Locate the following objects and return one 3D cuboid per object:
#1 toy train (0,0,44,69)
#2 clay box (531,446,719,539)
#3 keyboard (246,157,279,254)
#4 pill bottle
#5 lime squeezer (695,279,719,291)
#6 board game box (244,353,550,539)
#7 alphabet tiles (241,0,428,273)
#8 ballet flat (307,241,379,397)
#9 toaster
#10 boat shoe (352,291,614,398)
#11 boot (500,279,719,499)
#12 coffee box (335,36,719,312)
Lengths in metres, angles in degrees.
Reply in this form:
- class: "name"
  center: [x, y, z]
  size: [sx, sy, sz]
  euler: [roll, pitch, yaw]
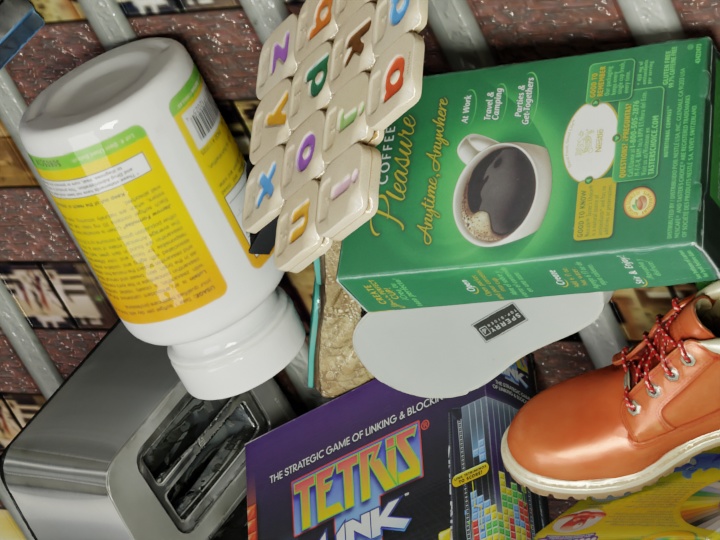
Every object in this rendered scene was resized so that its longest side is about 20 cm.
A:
- class: "toy train"
  center: [-0.291, -0.174, 1.577]
  size: [0.200, 0.087, 0.114]
  euler: [47, 134, -9]
- class: "clay box"
  center: [0.184, 0.134, 1.418]
  size: [0.115, 0.200, 0.048]
  euler: [-4, 109, 42]
- class: "keyboard"
  center: [-0.014, -0.083, 1.385]
  size: [0.021, 0.127, 0.200]
  euler: [15, 131, -19]
- class: "pill bottle"
  center: [-0.111, -0.027, 1.548]
  size: [0.111, 0.111, 0.201]
  euler: [-4, 123, 42]
- class: "lime squeezer"
  center: [0.176, 0.007, 1.399]
  size: [0.200, 0.071, 0.038]
  euler: [31, -169, -42]
- class: "board game box"
  center: [0.020, 0.149, 1.559]
  size: [0.200, 0.166, 0.057]
  euler: [-29, 142, 33]
- class: "alphabet tiles"
  center: [-0.010, -0.102, 1.336]
  size: [0.015, 0.201, 0.196]
  euler: [16, 153, -22]
- class: "ballet flat"
  center: [0.000, 0.000, 1.554]
  size: [0.065, 0.071, 0.200]
  euler: [1, 140, 1]
- class: "toaster"
  center: [-0.123, 0.137, 1.678]
  size: [0.118, 0.200, 0.181]
  euler: [1, 130, 44]
- class: "boat shoe"
  center: [0.079, 0.018, 1.490]
  size: [0.200, 0.064, 0.071]
  euler: [-22, 110, 44]
- class: "boot"
  center: [0.162, 0.055, 1.393]
  size: [0.199, 0.075, 0.107]
  euler: [-19, 141, 9]
- class: "coffee box"
  center: [0.089, -0.047, 1.333]
  size: [0.199, 0.123, 0.044]
  euler: [-7, 151, 26]
